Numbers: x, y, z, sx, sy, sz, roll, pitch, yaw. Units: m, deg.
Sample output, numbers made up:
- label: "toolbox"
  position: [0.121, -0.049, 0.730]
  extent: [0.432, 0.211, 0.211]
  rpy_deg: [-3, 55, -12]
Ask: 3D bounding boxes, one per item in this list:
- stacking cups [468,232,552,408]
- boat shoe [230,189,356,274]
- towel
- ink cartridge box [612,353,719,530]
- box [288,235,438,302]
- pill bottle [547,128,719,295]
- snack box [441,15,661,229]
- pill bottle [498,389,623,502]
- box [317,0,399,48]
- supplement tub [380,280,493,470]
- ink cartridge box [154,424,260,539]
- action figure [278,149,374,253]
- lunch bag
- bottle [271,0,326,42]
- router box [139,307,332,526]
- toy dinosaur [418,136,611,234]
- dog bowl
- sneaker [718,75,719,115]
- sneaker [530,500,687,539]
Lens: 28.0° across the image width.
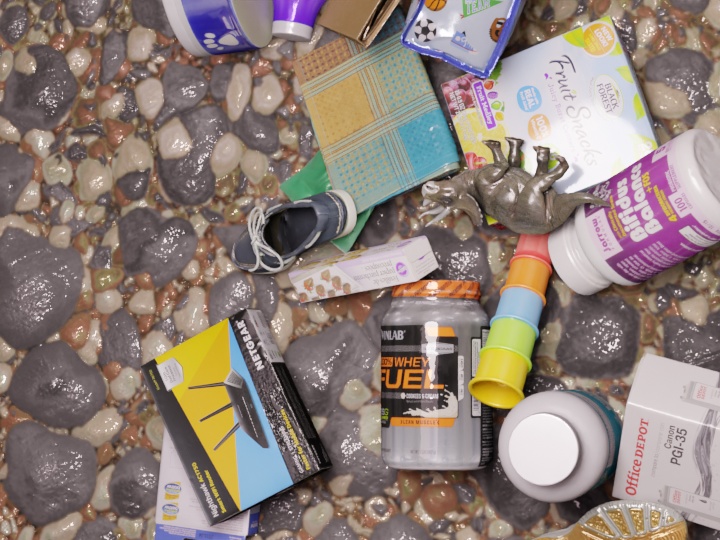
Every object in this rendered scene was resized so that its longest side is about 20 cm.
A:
- label: "stacking cups"
  position: [0.165, 0.047, 1.535]
  extent: [0.060, 0.061, 0.201]
  rpy_deg: [6, 56, 18]
- label: "boat shoe"
  position: [-0.088, -0.039, 1.619]
  extent: [0.200, 0.062, 0.075]
  rpy_deg: [-15, 86, 46]
- label: "towel"
  position: [0.016, -0.173, 1.602]
  extent: [0.146, 0.022, 0.201]
  rpy_deg: [-24, 74, 15]
- label: "ink cartridge box"
  position: [0.362, 0.184, 1.450]
  extent: [0.199, 0.083, 0.147]
  rpy_deg: [15, 132, 18]
- label: "box"
  position: [0.000, 0.000, 1.583]
  extent: [0.200, 0.041, 0.039]
  rpy_deg: [-11, 107, 50]
- label: "pill bottle"
  position: [0.292, -0.053, 1.485]
  extent: [0.200, 0.112, 0.113]
  rpy_deg: [-34, 76, 38]
- label: "snack box"
  position: [0.209, -0.158, 1.566]
  extent: [0.199, 0.068, 0.169]
  rpy_deg: [-21, 80, 15]
- label: "pill bottle"
  position: [0.204, 0.177, 1.475]
  extent: [0.110, 0.200, 0.111]
  rpy_deg: [-1, 86, 18]
- label: "box"
  position: [0.021, -0.326, 1.582]
  extent: [0.021, 0.200, 0.164]
  rpy_deg: [30, 95, -20]
- label: "supplement tub"
  position: [0.082, 0.112, 1.560]
  extent: [0.122, 0.122, 0.201]
  rpy_deg: [-2, 85, 18]
- label: "ink cartridge box"
  position: [-0.172, 0.232, 1.677]
  extent: [0.119, 0.042, 0.201]
  rpy_deg: [5, 85, 17]
- label: "action figure"
  position: [0.013, -0.130, 1.634]
  extent: [0.118, 0.055, 0.200]
  rpy_deg: [44, 101, 17]
- label: "lunch bag"
  position: [0.132, -0.320, 1.521]
  extent: [0.123, 0.170, 0.201]
  rpy_deg: [21, 107, -3]
- label: "bottle"
  position: [-0.064, -0.366, 1.664]
  extent: [0.083, 0.065, 0.201]
  rpy_deg: [8, 89, -6]
- label: "router box"
  position: [-0.140, 0.164, 1.626]
  extent: [0.149, 0.051, 0.201]
  rpy_deg: [-29, 78, 14]
- label: "toy dinosaur"
  position: [0.168, -0.080, 1.509]
  extent: [0.199, 0.077, 0.103]
  rpy_deg: [16, 107, 19]
- label: "dog bowl"
  position: [-0.158, -0.344, 1.628]
  extent: [0.078, 0.200, 0.201]
  rpy_deg: [-3, 85, 15]
- label: "sneaker"
  position: [0.433, -0.140, 1.498]
  extent: [0.105, 0.076, 0.201]
  rpy_deg: [-7, 91, 5]
- label: "sneaker"
  position: [0.249, 0.284, 1.509]
  extent: [0.199, 0.088, 0.076]
  rpy_deg: [-21, 80, 24]
